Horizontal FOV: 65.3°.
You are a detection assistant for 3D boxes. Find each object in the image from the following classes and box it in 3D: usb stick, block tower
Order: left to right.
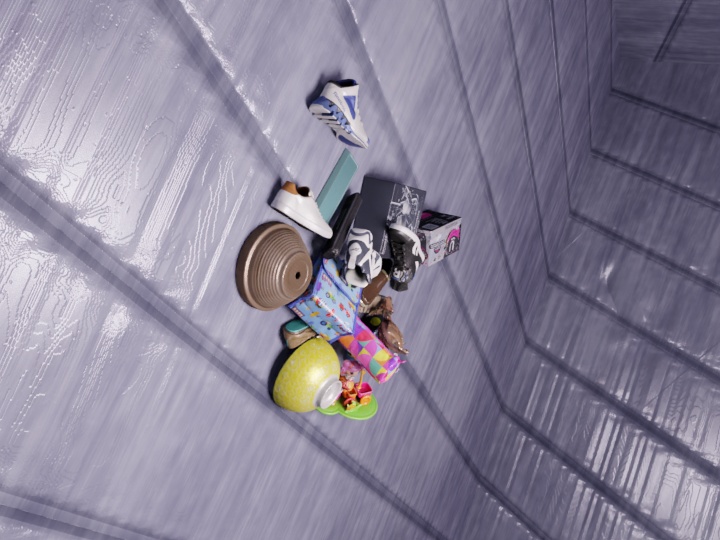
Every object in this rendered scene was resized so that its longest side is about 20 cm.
[{"bbox_3d":[-0.044,-0.111,1.382,0.033,0.055,0.201,38,53,-24],"label":"usb stick"},{"bbox_3d":[-0.003,0.086,1.564,0.199,0.054,0.058,14,92,-57],"label":"block tower"}]

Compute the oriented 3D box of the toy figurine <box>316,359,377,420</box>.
[{"bbox_3d":[-0.019,0.287,1.522,0.198,0.150,0.186,1,121,-31],"label":"toy figurine"}]

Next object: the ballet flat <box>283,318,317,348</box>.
[{"bbox_3d":[-0.116,0.141,1.412,0.199,0.067,0.073,-28,136,-46],"label":"ballet flat"}]

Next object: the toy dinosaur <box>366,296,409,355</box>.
[{"bbox_3d":[0.071,0.165,1.534,0.200,0.085,0.137,-107,179,-68],"label":"toy dinosaur"}]

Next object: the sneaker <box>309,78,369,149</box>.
[{"bbox_3d":[-0.028,-0.372,1.298,0.199,0.080,0.116,33,78,-55],"label":"sneaker"}]

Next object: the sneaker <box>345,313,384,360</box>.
[{"bbox_3d":[0.020,0.193,1.649,0.201,0.065,0.079,-52,155,-30],"label":"sneaker"}]

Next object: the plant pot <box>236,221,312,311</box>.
[{"bbox_3d":[-0.170,0.000,1.239,0.200,0.092,0.203,-31,129,-48],"label":"plant pot"}]

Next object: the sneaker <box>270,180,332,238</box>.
[{"bbox_3d":[-0.114,-0.137,1.276,0.200,0.072,0.085,34,81,-55],"label":"sneaker"}]

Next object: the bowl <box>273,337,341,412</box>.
[{"bbox_3d":[-0.111,0.281,1.401,0.200,0.107,0.201,-41,148,-33],"label":"bowl"}]

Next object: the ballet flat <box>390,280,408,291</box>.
[{"bbox_3d":[0.141,-0.008,1.676,0.056,0.067,0.201,-1,145,-18],"label":"ballet flat"}]

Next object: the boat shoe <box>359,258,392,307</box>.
[{"bbox_3d":[0.040,0.022,1.529,0.075,0.074,0.203,53,31,-20],"label":"boat shoe"}]

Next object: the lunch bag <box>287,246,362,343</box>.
[{"bbox_3d":[-0.070,0.049,1.381,0.151,0.094,0.201,45,41,-25],"label":"lunch bag"}]

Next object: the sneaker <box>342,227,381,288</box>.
[{"bbox_3d":[0.000,0.000,1.395,0.200,0.079,0.131,82,21,-62],"label":"sneaker"}]

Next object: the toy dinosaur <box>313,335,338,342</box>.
[{"bbox_3d":[-0.066,0.157,1.512,0.199,0.047,0.089,9,103,-54],"label":"toy dinosaur"}]

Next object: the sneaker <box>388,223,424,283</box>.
[{"bbox_3d":[0.110,-0.031,1.476,0.113,0.072,0.200,-63,148,-15],"label":"sneaker"}]

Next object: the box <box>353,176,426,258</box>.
[{"bbox_3d":[0.078,-0.139,1.540,0.181,0.103,0.202,0,104,-56],"label":"box"}]

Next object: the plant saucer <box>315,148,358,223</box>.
[{"bbox_3d":[-0.061,-0.200,1.384,0.201,0.019,0.070,-63,146,-17],"label":"plant saucer"}]

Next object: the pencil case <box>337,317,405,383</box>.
[{"bbox_3d":[0.018,0.197,1.435,0.088,0.200,0.089,-40,156,-22],"label":"pencil case"}]

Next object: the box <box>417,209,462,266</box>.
[{"bbox_3d":[0.211,-0.101,1.733,0.199,0.131,0.116,-26,125,-49],"label":"box"}]
